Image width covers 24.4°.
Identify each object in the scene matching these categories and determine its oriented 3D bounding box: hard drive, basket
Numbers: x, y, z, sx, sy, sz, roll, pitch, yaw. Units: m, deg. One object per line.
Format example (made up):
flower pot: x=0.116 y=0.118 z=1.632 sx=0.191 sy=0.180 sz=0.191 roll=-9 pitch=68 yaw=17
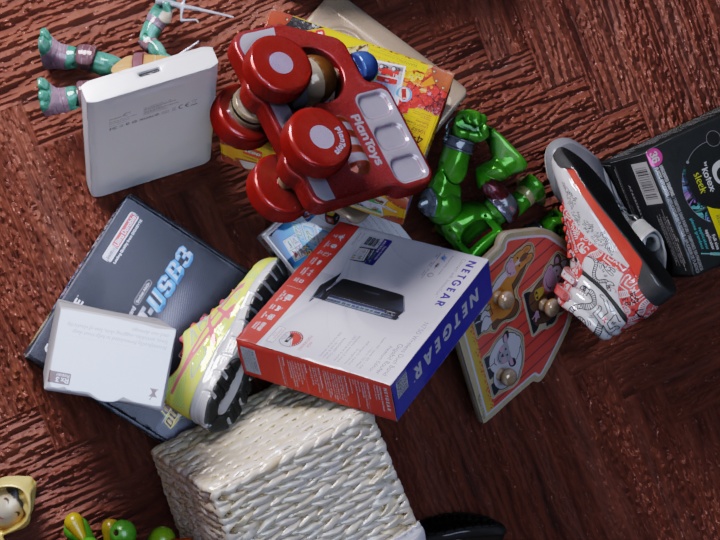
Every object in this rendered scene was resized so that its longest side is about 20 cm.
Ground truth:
hard drive: x=-0.208 y=-0.144 z=1.642 sx=0.131 sy=0.200 sz=0.026 roll=-19 pitch=71 yaw=-15
basket: x=-0.080 y=0.223 z=1.643 sx=0.199 sy=0.198 sz=0.161 roll=-27 pitch=108 yaw=-20

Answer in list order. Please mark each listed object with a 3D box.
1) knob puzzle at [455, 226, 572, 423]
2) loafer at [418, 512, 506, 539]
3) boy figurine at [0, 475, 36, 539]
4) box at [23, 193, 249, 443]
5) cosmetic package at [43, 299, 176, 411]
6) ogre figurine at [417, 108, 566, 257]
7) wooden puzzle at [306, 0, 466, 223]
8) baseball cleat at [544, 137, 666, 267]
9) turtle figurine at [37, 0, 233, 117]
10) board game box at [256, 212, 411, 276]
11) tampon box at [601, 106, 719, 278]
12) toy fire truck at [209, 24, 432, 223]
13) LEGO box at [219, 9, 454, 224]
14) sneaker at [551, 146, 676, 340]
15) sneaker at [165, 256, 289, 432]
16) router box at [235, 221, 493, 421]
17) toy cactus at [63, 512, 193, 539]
knob puzzle: x=0.180 y=0.042 z=1.778 sx=0.219 sy=0.030 sz=0.221 roll=-18 pitch=116 yaw=-41
loafer: x=0.061 y=0.310 z=1.771 sx=0.199 sy=0.073 sz=0.072 roll=-13 pitch=97 yaw=-7
boy figurine: x=-0.402 y=0.276 z=1.646 sx=0.200 sy=0.064 sz=0.125 roll=-32 pitch=94 yaw=-11
box: x=-0.211 y=0.057 z=1.712 sx=0.198 sy=0.050 sz=0.200 roll=34 pitch=80 yaw=-13
cosmetic package: x=-0.241 y=0.078 z=1.576 sx=0.112 sy=0.200 sz=0.082 roll=11 pitch=87 yaw=-13
ogre figurine: x=0.135 y=-0.070 z=1.779 sx=0.120 sy=0.098 sz=0.200 roll=-47 pitch=144 yaw=-7
wooden puzzle: x=-0.016 y=-0.169 z=1.754 sx=0.185 sy=0.046 sz=0.200 roll=38 pitch=74 yaw=9
baseball cleat: x=0.277 y=-0.062 z=1.814 sx=0.070 sy=0.106 sz=0.200 roll=-35 pitch=97 yaw=-20
turtle figurine: x=-0.224 y=-0.204 z=1.682 sx=0.199 sy=0.150 sz=0.101 roll=-5 pitch=129 yaw=-4
board game box: x=0.000 y=0.000 z=1.776 sx=0.126 sy=0.035 sz=0.200 roll=-41 pitch=98 yaw=-13
tampon box: x=0.397 y=-0.096 z=1.839 sx=0.199 sy=0.126 sz=0.150 roll=-25 pitch=95 yaw=-15
toy fire truck: x=-0.038 y=-0.147 z=1.596 sx=0.167 sy=0.112 sz=0.201 roll=-16 pitch=71 yaw=-34
LEGO box: x=-0.024 y=-0.155 z=1.684 sx=0.199 sy=0.077 sz=0.150 roll=19 pitch=72 yaw=3
sneaker: x=0.235 y=-0.024 z=1.762 sx=0.108 sy=0.067 sz=0.202 roll=-41 pitch=75 yaw=25
sneaker: x=-0.138 y=0.064 z=1.671 sx=0.200 sy=0.090 sz=0.078 roll=-60 pitch=143 yaw=-29
router box: x=0.007 y=0.045 z=1.638 sx=0.200 sy=0.179 sz=0.049 roll=-50 pitch=142 yaw=-39
toy cactus: x=-0.223 y=0.320 z=1.656 sx=0.102 sy=0.199 sz=0.166 roll=-49 pitch=142 yaw=-40
